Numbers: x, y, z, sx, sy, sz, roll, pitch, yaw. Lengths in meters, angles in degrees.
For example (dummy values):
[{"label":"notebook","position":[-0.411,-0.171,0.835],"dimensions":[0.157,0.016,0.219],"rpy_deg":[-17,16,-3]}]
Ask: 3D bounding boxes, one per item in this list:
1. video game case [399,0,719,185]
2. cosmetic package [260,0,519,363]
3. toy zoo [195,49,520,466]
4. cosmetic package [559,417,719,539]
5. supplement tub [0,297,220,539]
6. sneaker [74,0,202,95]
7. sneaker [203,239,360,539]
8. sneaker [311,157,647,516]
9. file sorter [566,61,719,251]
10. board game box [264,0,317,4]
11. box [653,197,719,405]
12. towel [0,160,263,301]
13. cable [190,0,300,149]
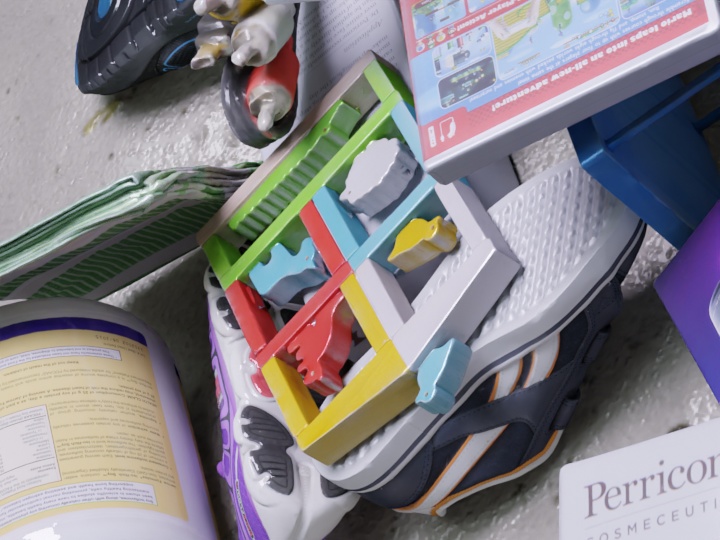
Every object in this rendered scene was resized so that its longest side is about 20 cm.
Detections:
[{"label":"video game case","position":[0.077,-0.147,1.247],"dimensions":[0.142,0.017,0.201],"rpy_deg":[-25,52,24]},{"label":"cosmetic package","position":[0.014,-0.053,1.453],"dimensions":[0.101,0.071,0.201],"rpy_deg":[-37,45,22]},{"label":"toy zoo","position":[0.000,0.000,1.358],"dimensions":[0.131,0.020,0.200],"rpy_deg":[-46,40,15]},{"label":"cosmetic package","position":[0.183,0.169,1.089],"dimensions":[0.164,0.165,0.201],"rpy_deg":[-21,53,33]},{"label":"supplement tub","position":[-0.143,0.129,1.439],"dimensions":[0.145,0.145,0.201],"rpy_deg":[-37,45,21]},{"label":"sneaker","position":[-0.095,-0.135,1.614],"dimensions":[0.200,0.082,0.074],"rpy_deg":[-19,62,59]},{"label":"sneaker","position":[-0.048,0.064,1.442],"dimensions":[0.201,0.080,0.084],"rpy_deg":[-92,21,-46]},{"label":"sneaker","position":[0.069,0.033,1.340],"dimensions":[0.200,0.079,0.079],"rpy_deg":[-44,40,20]},{"label":"file sorter","position":[0.155,-0.117,1.308],"dimensions":[0.122,0.139,0.201],"rpy_deg":[-34,47,21]},{"label":"board game box","position":[0.051,-0.220,1.344],"dimensions":[0.199,0.026,0.201],"rpy_deg":[-1,63,37]},{"label":"box","position":[0.225,-0.013,1.190],"dimensions":[0.200,0.079,0.141],"rpy_deg":[-55,41,27]},{"label":"towel","position":[-0.124,-0.014,1.473],"dimensions":[0.152,0.200,0.024],"rpy_deg":[-26,84,20]},{"label":"cable","position":[-0.033,-0.134,1.446],"dimensions":[0.050,0.097,0.200],"rpy_deg":[-10,29,28]}]
